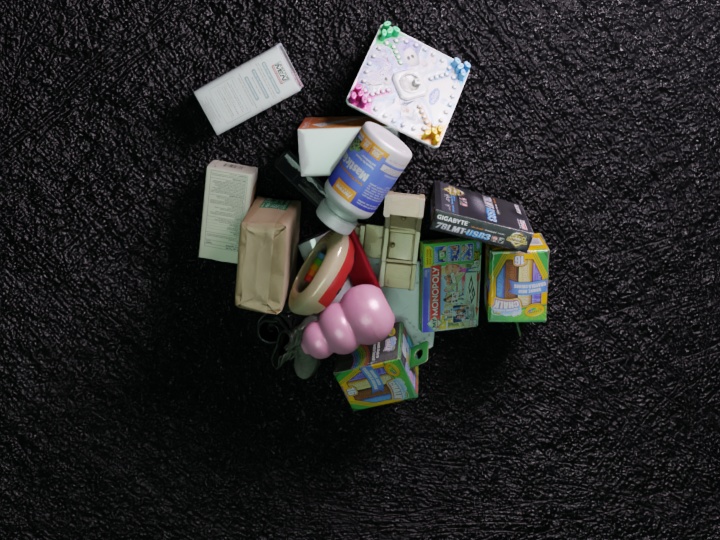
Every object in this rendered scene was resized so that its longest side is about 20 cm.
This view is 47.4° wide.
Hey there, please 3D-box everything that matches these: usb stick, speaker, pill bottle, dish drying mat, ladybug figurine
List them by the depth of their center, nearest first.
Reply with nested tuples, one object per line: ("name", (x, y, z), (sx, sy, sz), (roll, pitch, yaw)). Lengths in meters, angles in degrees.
("pill bottle", (0.000, -0.170, 1.560), (0.111, 0.112, 0.201), (33, 110, -8))
("ladybug figurine", (-0.072, 0.006, 1.661), (0.072, 0.136, 0.201), (31, 90, -24))
("dish drying mat", (0.000, 0.000, 1.728), (0.076, 0.018, 0.202), (1, 121, 50))
("usb stick", (-0.099, -0.175, 1.735), (0.200, 0.033, 0.055), (44, 127, -11))
("speaker", (-0.064, 0.020, 1.764), (0.080, 0.081, 0.202), (-21, 97, 11))

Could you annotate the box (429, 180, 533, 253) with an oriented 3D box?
("box", (0.238, -0.110, 1.650), (0.196, 0.200, 0.050), (14, 112, 0))

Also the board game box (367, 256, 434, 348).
("board game box", (0.071, 0.068, 1.816), (0.197, 0.026, 0.203), (5, 109, 2))

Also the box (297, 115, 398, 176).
("box", (-0.020, -0.254, 1.657), (0.197, 0.125, 0.099), (-1, 111, 4))

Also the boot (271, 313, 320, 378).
("boot", (-0.148, 0.180, 1.793), (0.068, 0.130, 0.202), (39, 135, 25))

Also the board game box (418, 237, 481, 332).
("board game box", (0.193, 0.031, 1.773), (0.133, 0.029, 0.203), (-6, 110, -15))

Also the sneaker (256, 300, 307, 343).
("sneaker", (-0.145, 0.099, 1.803), (0.199, 0.099, 0.071), (-31, 103, 11))

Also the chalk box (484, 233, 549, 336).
("chalk box", (0.324, 0.035, 1.727), (0.122, 0.125, 0.203), (1, 108, 4))

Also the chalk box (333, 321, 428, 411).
("chalk box", (0.058, 0.204, 1.788), (0.197, 0.126, 0.125), (-13, 125, 17))

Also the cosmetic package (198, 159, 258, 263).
("cosmetic package", (-0.282, -0.124, 1.748), (0.104, 0.071, 0.203), (11, 110, -1))

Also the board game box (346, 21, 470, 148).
("board game box", (0.097, -0.364, 1.590), (0.198, 0.026, 0.202), (25, 69, -5))

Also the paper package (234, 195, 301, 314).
("paper package", (-0.189, -0.039, 1.704), (0.102, 0.200, 0.193), (8, 110, 1))

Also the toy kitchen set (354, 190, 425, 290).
("toy kitchen set", (0.041, -0.060, 1.678), (0.161, 0.180, 0.203), (6, 98, 3))

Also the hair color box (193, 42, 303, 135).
("hair color box", (-0.226, -0.368, 1.665), (0.198, 0.061, 0.100), (-25, 106, 13))

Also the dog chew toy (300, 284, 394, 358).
("dog chew toy", (-0.031, 0.114, 1.680), (0.198, 0.125, 0.126), (-29, 106, 1))
